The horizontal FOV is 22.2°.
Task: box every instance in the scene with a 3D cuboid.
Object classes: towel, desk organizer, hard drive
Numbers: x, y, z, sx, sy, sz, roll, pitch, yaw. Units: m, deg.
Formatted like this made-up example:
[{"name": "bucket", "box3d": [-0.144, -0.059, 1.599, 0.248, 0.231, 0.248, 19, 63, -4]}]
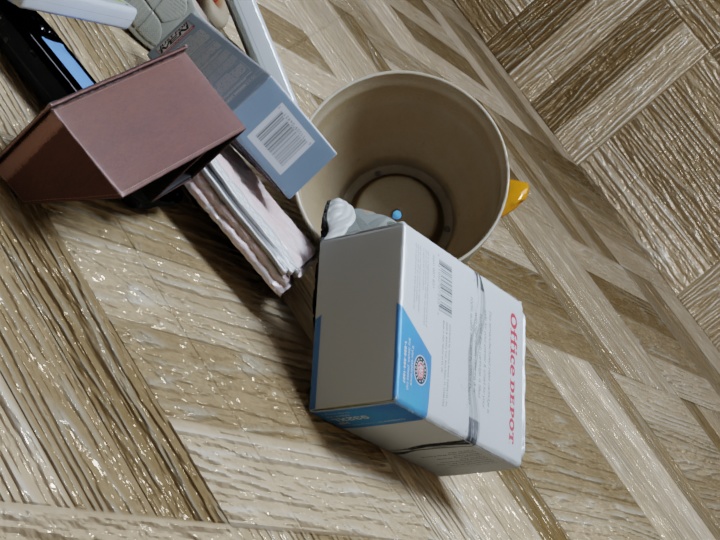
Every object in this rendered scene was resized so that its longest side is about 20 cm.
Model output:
[{"name": "towel", "box3d": [-0.112, -0.072, 1.519, 0.200, 0.032, 0.191, 51, 6, -4]}, {"name": "desk organizer", "box3d": [-0.163, -0.087, 1.276, 0.077, 0.072, 0.200, 51, 28, 0]}, {"name": "hard drive", "box3d": [-0.096, -0.210, 1.791, 0.132, 0.026, 0.201, -150, -142, -86]}]

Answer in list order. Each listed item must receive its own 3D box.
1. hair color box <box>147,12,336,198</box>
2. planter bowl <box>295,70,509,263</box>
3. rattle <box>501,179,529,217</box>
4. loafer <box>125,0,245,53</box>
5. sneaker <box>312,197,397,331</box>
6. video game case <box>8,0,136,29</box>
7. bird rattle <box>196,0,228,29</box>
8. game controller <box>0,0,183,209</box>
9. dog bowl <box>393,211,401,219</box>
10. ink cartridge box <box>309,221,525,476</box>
[{"name": "hair color box", "box3d": [-0.106, -0.146, 1.595, 0.099, 0.061, 0.200, 49, -3, -33]}, {"name": "planter bowl", "box3d": [0.036, -0.068, 1.735, 0.201, 0.199, 0.135, 53, -12, 14]}, {"name": "rattle", "box3d": [0.063, -0.111, 1.990, 0.201, 0.142, 0.130, 53, 32, -10]}, {"name": "loafer", "box3d": [-0.181, -0.237, 1.733, 0.200, 0.072, 0.063, 47, -4, -36]}, {"name": "sneaker", "box3d": [0.000, 0.000, 1.556, 0.079, 0.075, 0.201, 8, 30, 0]}, {"name": "video game case", "box3d": [-0.284, -0.250, 1.423, 0.181, 0.022, 0.200, 35, 11, 11]}, {"name": "bird rattle", "box3d": [-0.172, -0.321, 1.900, 0.163, 0.112, 0.201, 58, 7, -43]}, {"name": "game controller", "box3d": [-0.207, -0.128, 1.398, 0.200, 0.042, 0.104, 51, 14, 4]}, {"name": "dog bowl", "box3d": [0.056, 0.000, 1.849, 0.201, 0.050, 0.111, 54, 15, 18]}, {"name": "ink cartridge box", "box3d": [0.050, 0.068, 1.469, 0.200, 0.083, 0.146, 32, 54, -51]}]
